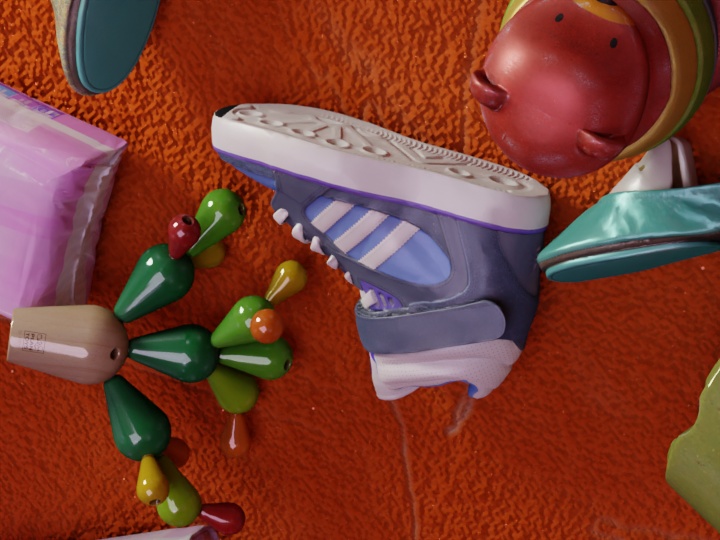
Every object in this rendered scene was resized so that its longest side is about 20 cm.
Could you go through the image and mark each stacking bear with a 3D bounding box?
[{"bbox_3d":[0.113,-0.102,0.895,0.121,0.200,0.114,32,117,8],"label":"stacking bear"}]

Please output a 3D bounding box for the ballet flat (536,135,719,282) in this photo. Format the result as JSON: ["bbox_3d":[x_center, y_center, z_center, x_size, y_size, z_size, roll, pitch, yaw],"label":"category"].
[{"bbox_3d":[0.186,-0.039,0.975,0.199,0.067,0.071,-8,81,24],"label":"ballet flat"}]

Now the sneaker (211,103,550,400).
[{"bbox_3d":[0.000,0.000,1.045,0.199,0.081,0.147,16,110,10],"label":"sneaker"}]

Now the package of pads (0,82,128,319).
[{"bbox_3d":[-0.244,-0.057,1.127,0.199,0.076,0.121,25,115,12],"label":"package of pads"}]

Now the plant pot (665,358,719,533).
[{"bbox_3d":[0.261,0.106,0.936,0.190,0.200,0.201,35,118,22],"label":"plant pot"}]

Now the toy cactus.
[{"bbox_3d":[-0.119,0.053,1.086,0.164,0.102,0.201,7,109,-10],"label":"toy cactus"}]

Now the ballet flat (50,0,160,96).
[{"bbox_3d":[-0.139,-0.198,1.046,0.070,0.071,0.201,22,116,13],"label":"ballet flat"}]

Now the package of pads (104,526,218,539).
[{"bbox_3d":[-0.168,0.233,1.192,0.199,0.076,0.121,-11,105,25],"label":"package of pads"}]
